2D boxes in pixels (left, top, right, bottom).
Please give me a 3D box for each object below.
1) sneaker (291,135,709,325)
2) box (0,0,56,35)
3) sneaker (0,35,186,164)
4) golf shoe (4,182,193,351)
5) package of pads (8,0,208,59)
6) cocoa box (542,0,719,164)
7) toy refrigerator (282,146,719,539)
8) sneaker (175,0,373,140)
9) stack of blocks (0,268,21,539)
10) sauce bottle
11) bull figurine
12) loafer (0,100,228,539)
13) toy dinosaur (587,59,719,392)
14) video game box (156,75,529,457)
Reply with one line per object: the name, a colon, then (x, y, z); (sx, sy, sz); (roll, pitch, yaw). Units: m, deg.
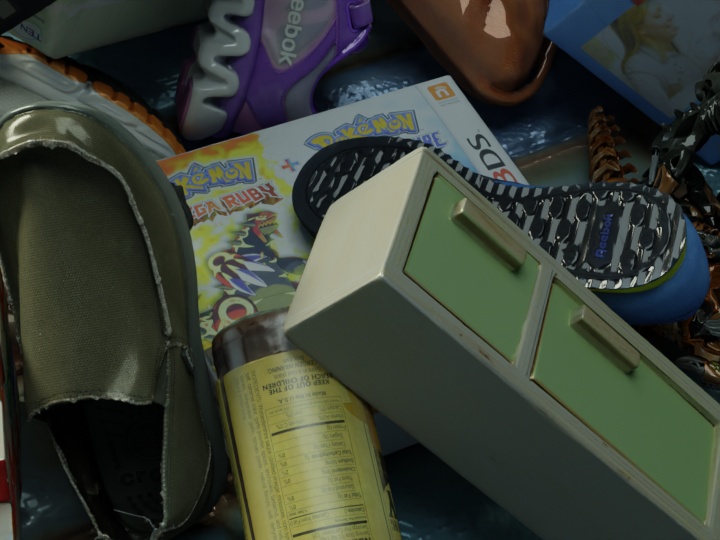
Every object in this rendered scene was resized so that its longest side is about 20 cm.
sneaker: (0.063, -0.010, 0.771); (0.199, 0.078, 0.066); (12, 70, 25)
box: (-0.167, -0.241, 0.765); (0.200, 0.117, 0.197); (-32, 69, 0)
sneaker: (-0.187, -0.075, 0.850); (0.199, 0.092, 0.076); (25, 9, -8)
golf shoe: (-0.161, 0.005, 0.776); (0.199, 0.095, 0.078); (9, 29, 36)
package of pads: (-0.156, -0.191, 0.907); (0.154, 0.068, 0.200); (33, 30, 20)
cocoa box: (0.212, -0.178, 0.866); (0.133, 0.200, 0.132); (34, 46, -19)
toy refrigerator: (0.070, 0.045, 0.698); (0.200, 0.070, 0.076); (39, 46, -21)
sneaker: (-0.030, -0.154, 0.869); (0.088, 0.201, 0.081); (15, 18, -13)
stack of blocks: (-0.167, 0.099, 0.665); (0.058, 0.115, 0.201); (-4, 51, -10)
sauce bottle: (-0.014, 0.116, 0.676); (0.064, 0.065, 0.201); (-8, 72, -13)
bull figurine: (0.042, -0.182, 0.928); (0.121, 0.065, 0.200); (-37, 90, -35)
loafer: (-0.102, 0.029, 0.677); (0.075, 0.201, 0.070); (-12, 21, 14)
toy dinosaur: (0.158, -0.026, 0.819); (0.102, 0.136, 0.200); (20, 28, -56)
video game box: (0.000, 0.000, 0.814); (0.199, 0.047, 0.182); (-19, 53, -21)
